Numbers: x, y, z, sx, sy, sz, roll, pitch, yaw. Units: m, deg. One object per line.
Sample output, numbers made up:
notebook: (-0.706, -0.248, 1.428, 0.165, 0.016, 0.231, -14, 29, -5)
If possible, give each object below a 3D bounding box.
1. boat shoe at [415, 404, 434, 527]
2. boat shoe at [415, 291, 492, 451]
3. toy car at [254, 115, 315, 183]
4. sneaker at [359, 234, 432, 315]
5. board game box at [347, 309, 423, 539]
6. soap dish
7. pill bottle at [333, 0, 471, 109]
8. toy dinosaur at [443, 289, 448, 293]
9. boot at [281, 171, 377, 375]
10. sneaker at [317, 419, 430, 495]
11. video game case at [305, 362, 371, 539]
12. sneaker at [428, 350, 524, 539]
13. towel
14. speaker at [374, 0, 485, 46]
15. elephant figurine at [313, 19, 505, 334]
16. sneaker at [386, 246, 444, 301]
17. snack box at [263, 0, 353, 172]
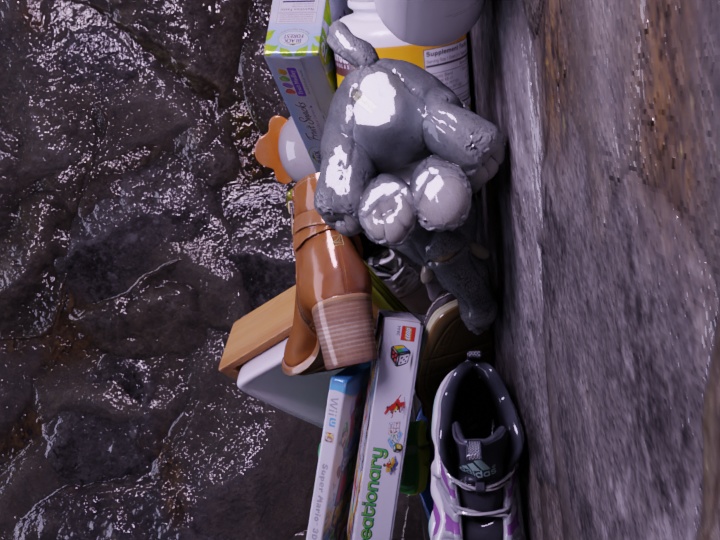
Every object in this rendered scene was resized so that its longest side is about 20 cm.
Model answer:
boat shoe: (0.089, 0.236, 1.201, 0.069, 0.082, 0.204, 64, -159, -82)
boat shoe: (0.072, 0.084, 0.990, 0.202, 0.072, 0.065, 88, 160, -47)
toy car: (-0.023, -0.126, 1.312, 0.185, 0.196, 0.180, -77, -17, -57)
sneaker: (0.028, -0.008, 1.159, 0.200, 0.075, 0.081, 43, -176, -38)
board game box: (0.019, 0.138, 0.963, 0.126, 0.034, 0.204, -156, 75, -88)
soap dish: (-0.028, 0.084, 1.167, 0.199, 0.156, 0.082, 33, -146, -47)
pill bottle: (0.035, -0.144, 0.913, 0.110, 0.107, 0.204, -97, 1, -71)
toy dinosaur: (0.093, 0.091, 1.100, 0.088, 0.047, 0.204, -137, 37, -79)
boot: (-0.037, 0.006, 0.959, 0.200, 0.075, 0.158, 140, 120, -79)
sneaker: (0.012, 0.195, 1.167, 0.200, 0.082, 0.076, 152, 120, -63)
video game case: (-0.012, 0.184, 1.049, 0.143, 0.017, 0.204, -20, -60, -71)
sneaker: (0.084, 0.159, 0.825, 0.140, 0.076, 0.204, 82, -179, -72)
towel: (0.000, 0.000, 1.091, 0.200, 0.018, 0.086, 48, 174, 1)
speaker: (0.045, -0.205, 0.665, 0.200, 0.080, 0.083, 83, -179, -80)
elephant figurine: (0.042, -0.059, 0.828, 0.200, 0.139, 0.158, 37, -108, -71)
sneaker: (0.062, -0.034, 1.089, 0.202, 0.079, 0.071, 82, 179, -54)
snack box: (-0.029, -0.194, 0.991, 0.200, 0.052, 0.145, 64, -149, -65)
